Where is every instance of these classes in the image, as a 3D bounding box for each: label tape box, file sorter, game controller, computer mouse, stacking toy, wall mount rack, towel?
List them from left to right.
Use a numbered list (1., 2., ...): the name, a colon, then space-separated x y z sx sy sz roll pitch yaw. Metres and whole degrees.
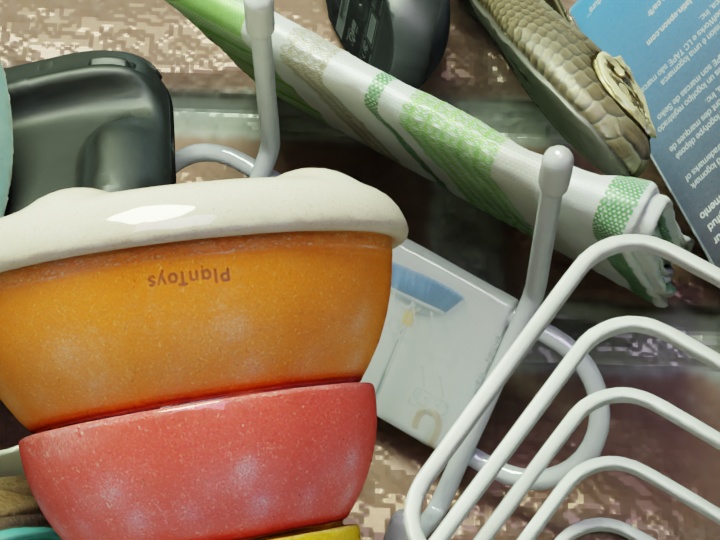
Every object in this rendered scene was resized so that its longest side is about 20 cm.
1. game controller: -0.163 -0.025 0.778 0.199 0.042 0.105 -13 50 5
2. stacking toy: -0.048 0.077 0.663 0.145 0.146 0.201 -6 84 -5
3. computer mouse: -0.008 -0.154 0.919 0.034 0.059 0.201 -12 56 -21
4. wall mount rack: 0.000 0.000 0.764 0.199 0.175 0.075 28 25 15
5. towel: 0.029 -0.054 0.808 0.199 0.149 0.031 30 87 15
6. file sorter: 0.093 0.108 0.685 0.124 0.200 0.139 29 63 20
7. label tape box: 0.183 -0.067 0.819 0.066 0.143 0.201 3 51 -46

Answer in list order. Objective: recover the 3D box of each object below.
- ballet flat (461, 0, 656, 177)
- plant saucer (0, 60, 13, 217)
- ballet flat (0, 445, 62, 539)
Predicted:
1. ballet flat: 0.072 -0.100 0.848 0.046 0.067 0.200 -34 35 4
2. plant saucer: -0.217 -0.043 0.726 0.200 0.039 0.202 0 75 1
3. ballet flat: -0.113 0.086 0.721 0.072 0.068 0.199 38 26 29
